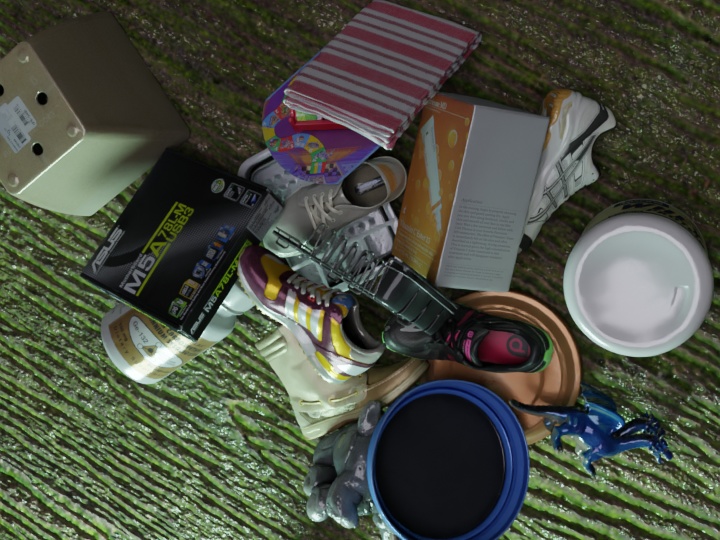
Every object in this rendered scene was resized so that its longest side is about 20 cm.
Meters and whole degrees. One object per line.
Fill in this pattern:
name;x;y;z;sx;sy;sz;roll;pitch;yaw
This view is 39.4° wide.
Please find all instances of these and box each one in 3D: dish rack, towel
dish rack;-0.044;-0.074;1.245;0.172;0.044;0.200;-25;92;20
dish rack;0.000;0.000;1.131;0.200;0.153;0.055;31;86;31
towel;0.026;-0.227;1.131;0.146;0.200;0.030;26;149;22

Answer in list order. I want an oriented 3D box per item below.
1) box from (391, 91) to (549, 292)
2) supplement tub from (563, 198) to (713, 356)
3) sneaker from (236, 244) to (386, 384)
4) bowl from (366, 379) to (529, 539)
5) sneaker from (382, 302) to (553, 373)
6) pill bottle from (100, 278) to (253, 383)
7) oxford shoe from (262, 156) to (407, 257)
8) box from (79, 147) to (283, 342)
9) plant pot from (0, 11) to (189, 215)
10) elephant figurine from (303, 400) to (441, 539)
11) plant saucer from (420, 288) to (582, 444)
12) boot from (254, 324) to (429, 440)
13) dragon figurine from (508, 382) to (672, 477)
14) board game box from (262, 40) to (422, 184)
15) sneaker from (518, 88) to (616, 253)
box;0.120;-0.091;1.134;0.097;0.124;0.200;6;104;-24
supplement tub;0.297;0.001;1.072;0.145;0.200;0.145;3;101;16
sneaker;-0.053;0.036;1.165;0.090;0.075;0.200;-35;102;36
bowl;0.100;0.227;1.169;0.200;0.039;0.201;3;81;-19
sneaker;0.122;0.075;1.164;0.200;0.084;0.077;5;88;14
pill bottle;-0.223;0.051;1.284;0.200;0.114;0.114;-33;89;19
oxford shoe;-0.038;-0.076;1.192;0.200;0.058;0.075;-26;92;21
box;-0.219;-0.036;1.225;0.193;0.048;0.200;25;77;33
plant pot;-0.373;-0.191;1.254;0.200;0.177;0.200;-34;89;19
elephant figurine;0.042;0.271;1.242;0.200;0.142;0.155;26;151;-23
plant saucer;0.167;0.121;1.223;0.200;0.032;0.201;3;100;16
boot;-0.027;0.109;1.256;0.200;0.073;0.156;-30;90;31
dragon figurine;0.267;0.171;1.167;0.200;0.059;0.099;37;106;-11
board game box;-0.029;-0.201;1.171;0.200;0.039;0.158;-41;64;-1
sneaker;0.227;-0.102;1.143;0.088;0.076;0.200;14;117;-9
